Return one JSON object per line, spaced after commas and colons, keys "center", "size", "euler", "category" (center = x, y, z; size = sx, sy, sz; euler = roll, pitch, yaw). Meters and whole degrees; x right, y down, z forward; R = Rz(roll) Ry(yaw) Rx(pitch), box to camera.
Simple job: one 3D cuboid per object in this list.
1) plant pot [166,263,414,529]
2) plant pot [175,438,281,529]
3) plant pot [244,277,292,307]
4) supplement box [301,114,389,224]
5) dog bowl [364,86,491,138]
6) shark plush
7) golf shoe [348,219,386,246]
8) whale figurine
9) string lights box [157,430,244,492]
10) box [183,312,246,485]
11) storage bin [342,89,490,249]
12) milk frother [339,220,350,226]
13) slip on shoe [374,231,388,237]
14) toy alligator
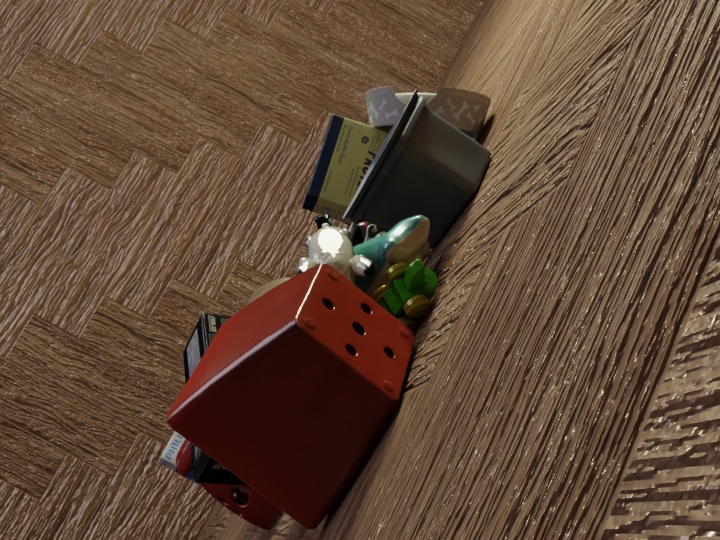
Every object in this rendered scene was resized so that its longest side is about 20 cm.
{"center": [-0.054, 0.114, 1.082], "size": [0.176, 0.200, 0.200], "euler": [-47, 10, 28], "category": "plant pot"}
{"center": [-0.176, 0.272, 1.546], "size": [0.201, 0.182, 0.200], "euler": [-63, 4, 8], "category": "plant pot"}
{"center": [-0.119, 0.140, 1.756], "size": [0.201, 0.200, 0.175], "euler": [-59, 14, 28], "category": "plant pot"}
{"center": [0.022, -0.144, 1.645], "size": [0.200, 0.199, 0.135], "euler": [152, 136, -83], "category": "supplement box"}
{"center": [0.104, -0.245, 1.581], "size": [0.200, 0.199, 0.059], "euler": [175, 99, -86], "category": "dog bowl"}
{"center": [-0.047, -0.007, 1.222], "size": [0.200, 0.091, 0.084], "euler": [-118, 20, -51], "category": "shark plush"}
{"center": [0.039, -0.057, 1.478], "size": [0.200, 0.088, 0.077], "euler": [-45, 45, -10], "category": "golf shoe"}
{"center": [0.022, -0.005, 1.254], "size": [0.159, 0.104, 0.200], "euler": [-41, -16, -31], "category": "whale figurine"}
{"center": [-0.230, 0.325, 1.702], "size": [0.103, 0.200, 0.059], "euler": [-62, 4, -23], "category": "string lights box"}
{"center": [-0.129, 0.164, 1.264], "size": [0.086, 0.163, 0.200], "euler": [-58, 34, 41], "category": "box"}
{"center": [0.083, -0.130, 1.367], "size": [0.146, 0.134, 0.200], "euler": [-64, 5, -37], "category": "storage bin"}
{"center": [0.003, -0.097, 1.793], "size": [0.181, 0.188, 0.200], "euler": [-59, 4, 41], "category": "milk frother"}
{"center": [0.031, 0.044, 1.405], "size": [0.074, 0.061, 0.201], "euler": [-17, 53, 54], "category": "slip on shoe"}
{"center": [0.047, 0.050, 1.188], "size": [0.054, 0.059, 0.200], "euler": [-11, -33, -33], "category": "toy alligator"}
